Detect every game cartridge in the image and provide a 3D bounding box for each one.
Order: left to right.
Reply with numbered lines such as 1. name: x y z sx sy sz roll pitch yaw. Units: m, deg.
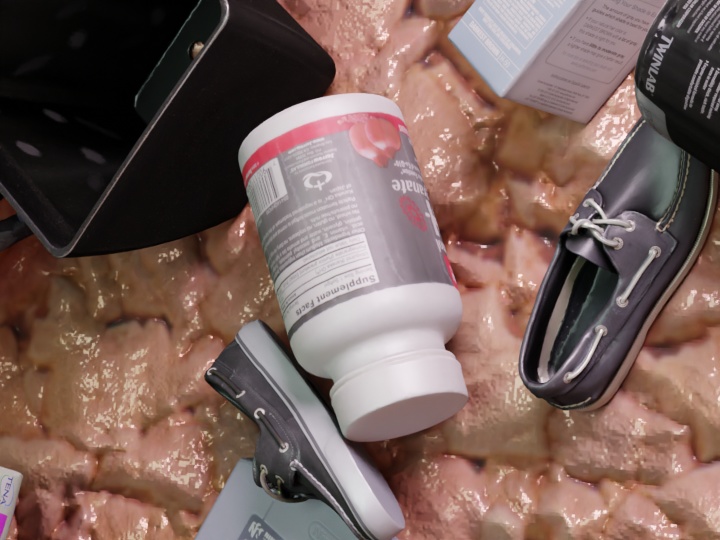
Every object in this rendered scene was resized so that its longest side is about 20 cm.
1. game cartridge: -0.028 0.214 1.618 0.200 0.041 0.133 39 110 33

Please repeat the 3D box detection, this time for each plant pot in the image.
1. plant pot: -0.139 -0.134 1.657 0.200 0.177 0.200 47 110 30

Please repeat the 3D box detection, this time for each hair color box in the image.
1. hair color box: 0.154 -0.186 1.497 0.200 0.099 0.061 -50 58 20

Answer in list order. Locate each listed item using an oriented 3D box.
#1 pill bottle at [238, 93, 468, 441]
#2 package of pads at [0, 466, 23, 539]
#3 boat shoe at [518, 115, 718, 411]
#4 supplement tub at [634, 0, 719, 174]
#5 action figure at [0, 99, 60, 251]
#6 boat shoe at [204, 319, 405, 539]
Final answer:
1. pill bottle: 0.000 0.000 1.578 0.111 0.111 0.201 -28 69 30
2. package of pads: -0.307 0.211 1.738 0.200 0.068 0.155 -18 54 63
3. boat shoe: 0.151 -0.010 1.498 0.073 0.063 0.201 29 101 35
4. supplement tub: 0.259 -0.085 1.393 0.200 0.122 0.123 38 106 33
5. action figure: -0.275 -0.028 1.753 0.200 0.069 0.130 -33 67 -5
6. boat shoe: -0.042 0.112 1.601 0.066 0.070 0.200 -40 52 3
